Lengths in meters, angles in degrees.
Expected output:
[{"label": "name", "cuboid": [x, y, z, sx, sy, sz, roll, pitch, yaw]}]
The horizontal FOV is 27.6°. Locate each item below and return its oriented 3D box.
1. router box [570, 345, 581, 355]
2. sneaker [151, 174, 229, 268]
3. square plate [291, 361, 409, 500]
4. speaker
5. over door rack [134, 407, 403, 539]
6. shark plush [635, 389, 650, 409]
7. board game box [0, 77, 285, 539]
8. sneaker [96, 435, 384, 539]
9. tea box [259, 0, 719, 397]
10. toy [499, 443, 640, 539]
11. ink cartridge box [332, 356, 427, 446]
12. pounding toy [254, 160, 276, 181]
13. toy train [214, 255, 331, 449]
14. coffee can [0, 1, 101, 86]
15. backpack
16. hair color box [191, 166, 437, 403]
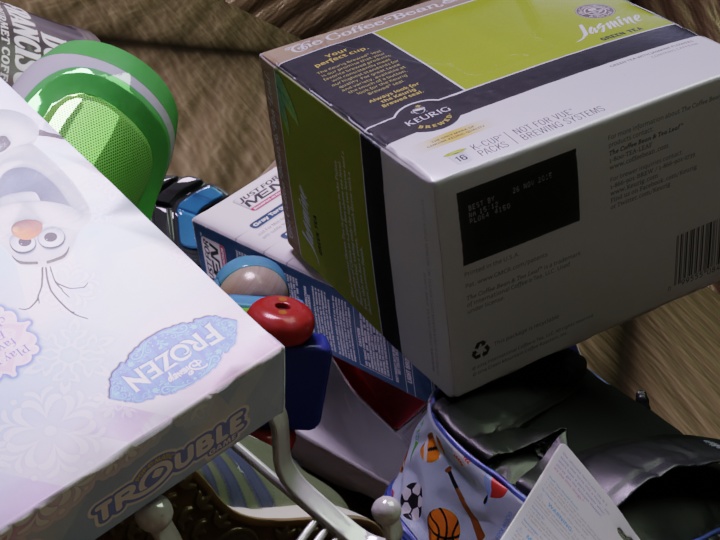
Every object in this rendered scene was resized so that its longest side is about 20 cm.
[{"label": "router box", "cuboid": [0.128, 0.028, 1.186, 0.180, 0.049, 0.200, -113, 176, -46]}, {"label": "sneaker", "cuboid": [-0.180, -0.045, 1.009, 0.200, 0.073, 0.082, 25, -23, 3]}, {"label": "square plate", "cuboid": [-0.058, 0.070, 0.917, 0.198, 0.028, 0.200, 31, 11, -22]}, {"label": "speaker", "cuboid": [-0.152, -0.012, 0.665, 0.088, 0.088, 0.200, 29, 53, -10]}, {"label": "over door rack", "cuboid": [-0.099, 0.083, 0.522, 0.200, 0.067, 0.148, 34, 52, 9]}, {"label": "shark plush", "cuboid": [0.183, 0.119, 1.072, 0.200, 0.083, 0.091, 57, 11, 7]}, {"label": "board game box", "cuboid": [-0.164, 0.028, 0.503, 0.200, 0.043, 0.199, -32, 57, -28]}, {"label": "sneaker", "cuboid": [-0.086, 0.104, 0.666, 0.200, 0.067, 0.090, 21, 8, -41]}, {"label": "tea box", "cuboid": [0.079, -0.061, 0.814, 0.200, 0.134, 0.197, -20, 35, -20]}, {"label": "toy", "cuboid": [0.075, 0.179, 0.626, 0.115, 0.047, 0.200, 51, 38, -6]}, {"label": "ink cartridge box", "cuboid": [0.046, 0.059, 0.996, 0.176, 0.084, 0.200, 44, 4, -30]}, {"label": "pounding toy", "cuboid": [-0.032, -0.012, 1.147, 0.184, 0.142, 0.200, 42, 11, -13]}, {"label": "toy train", "cuboid": [-0.122, 0.031, 0.754, 0.200, 0.085, 0.116, 4, 27, -13]}, {"label": "coffee can", "cuboid": [-0.260, -0.094, 0.799, 0.200, 0.147, 0.146, 16, 18, -37]}, {"label": "backpack", "cuboid": [0.106, 0.130, 0.795, 0.200, 0.154, 0.190, 30, 14, 34]}, {"label": "hair color box", "cuboid": [0.000, 0.000, 0.913, 0.200, 0.061, 0.100, 25, 46, 36]}]
